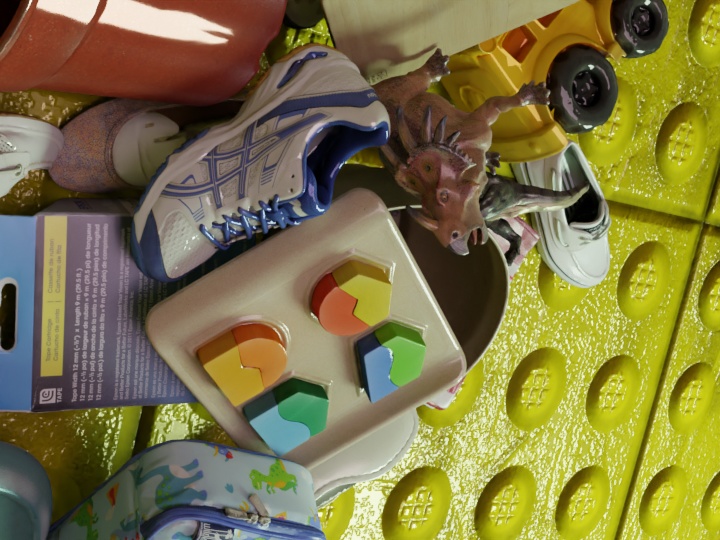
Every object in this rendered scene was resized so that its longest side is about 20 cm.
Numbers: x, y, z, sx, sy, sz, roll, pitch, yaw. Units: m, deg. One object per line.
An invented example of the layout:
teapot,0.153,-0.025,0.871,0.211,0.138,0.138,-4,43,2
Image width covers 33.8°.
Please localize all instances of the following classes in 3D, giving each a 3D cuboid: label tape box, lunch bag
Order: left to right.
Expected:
label tape box,-0.180,0.022,0.855,0.198,0.066,0.145,-1,105,-22
lunch bag,-0.132,0.209,0.884,0.160,0.083,0.200,22,130,-40

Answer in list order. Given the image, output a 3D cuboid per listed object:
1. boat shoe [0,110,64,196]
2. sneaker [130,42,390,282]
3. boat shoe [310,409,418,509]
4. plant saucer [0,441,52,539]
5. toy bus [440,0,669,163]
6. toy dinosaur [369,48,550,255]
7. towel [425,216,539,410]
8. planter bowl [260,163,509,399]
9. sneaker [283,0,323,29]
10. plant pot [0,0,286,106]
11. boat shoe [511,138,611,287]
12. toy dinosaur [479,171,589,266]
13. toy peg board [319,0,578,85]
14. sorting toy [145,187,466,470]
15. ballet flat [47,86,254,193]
boat shoe,-0.246,-0.065,0.723,0.200,0.070,0.070,-9,101,-76
sneaker,-0.067,-0.057,0.779,0.200,0.088,0.075,-46,152,7
boat shoe,-0.038,0.168,1.026,0.201,0.060,0.072,-29,89,-30
plant saucer,-0.296,0.201,0.805,0.199,0.027,0.201,-29,142,-26
toy bus,0.141,-0.222,1.011,0.192,0.135,0.200,46,73,-22
toy dinosaur,0.039,-0.099,0.840,0.135,0.200,0.086,-19,126,-36
towel,0.078,0.019,1.095,0.144,0.023,0.201,32,84,-40
planter bowl,0.000,0.000,0.931,0.199,0.135,0.201,-11,128,-15
sneaker,0.000,-0.273,0.874,0.075,0.115,0.202,18,93,-41
plant pot,-0.161,-0.191,0.733,0.194,0.200,0.202,6,101,-47
boat shoe,0.206,-0.050,1.144,0.074,0.067,0.200,-49,128,-15
toy dinosaur,0.117,-0.049,1.048,0.198,0.047,0.089,7,94,-23
toy peg board,0.058,-0.234,0.840,0.198,0.200,0.098,-22,79,1
sorting toy,-0.030,0.059,0.850,0.184,0.037,0.201,-30,130,1
ballet flat,-0.127,-0.098,0.861,0.199,0.067,0.069,-21,116,-32
